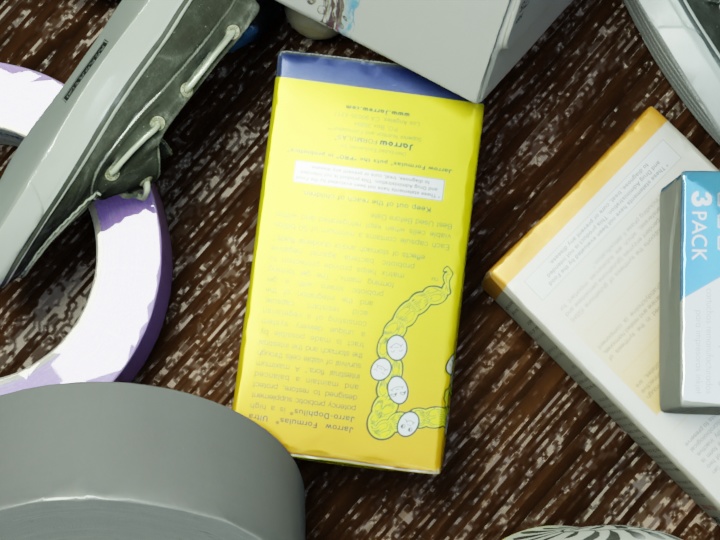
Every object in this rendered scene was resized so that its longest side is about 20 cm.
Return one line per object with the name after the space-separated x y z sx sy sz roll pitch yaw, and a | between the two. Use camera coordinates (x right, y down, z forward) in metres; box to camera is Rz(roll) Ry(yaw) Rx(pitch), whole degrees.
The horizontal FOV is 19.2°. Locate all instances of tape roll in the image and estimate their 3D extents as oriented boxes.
-0.201 -0.006 1.127 0.198 0.066 0.202 0 85 1 | tape roll
-0.125 0.138 1.044 0.198 0.201 0.067 -3 52 0 | tape roll

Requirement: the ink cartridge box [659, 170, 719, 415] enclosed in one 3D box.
0.250 0.014 1.048 0.198 0.068 0.116 1 84 -2 | ink cartridge box

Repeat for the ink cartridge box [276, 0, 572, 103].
0.022 -0.212 1.063 0.199 0.147 0.147 28 129 12 | ink cartridge box

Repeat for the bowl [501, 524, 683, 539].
0.147 0.200 1.038 0.199 0.094 0.202 19 53 -26 | bowl

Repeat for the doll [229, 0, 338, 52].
-0.096 -0.176 1.149 0.198 0.049 0.137 20 68 1 | doll

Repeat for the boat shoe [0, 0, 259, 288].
-0.124 -0.065 1.063 0.063 0.071 0.201 33 99 -20 | boat shoe

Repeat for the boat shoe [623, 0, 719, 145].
0.174 -0.160 1.134 0.070 0.072 0.201 -27 83 2 | boat shoe

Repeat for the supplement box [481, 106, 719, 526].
0.176 0.031 1.116 0.126 0.074 0.200 -44 86 -5 | supplement box

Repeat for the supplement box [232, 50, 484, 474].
0.000 0.000 1.103 0.108 0.109 0.202 7 85 1 | supplement box
